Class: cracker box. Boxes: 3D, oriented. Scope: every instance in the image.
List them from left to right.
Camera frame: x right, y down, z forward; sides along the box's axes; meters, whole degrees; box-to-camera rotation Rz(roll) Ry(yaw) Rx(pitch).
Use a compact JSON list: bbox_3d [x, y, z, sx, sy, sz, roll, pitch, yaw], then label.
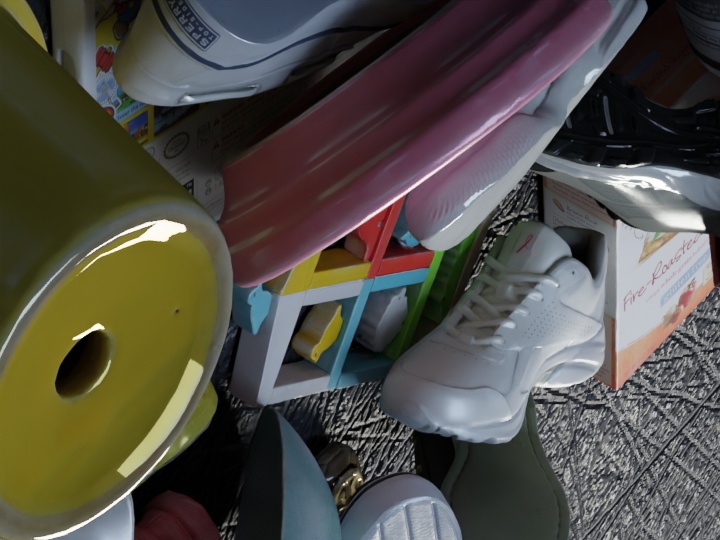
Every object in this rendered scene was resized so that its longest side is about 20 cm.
[{"bbox_3d":[0.166,-0.045,1.564,0.134,0.058,0.200,-44,148,-28],"label":"cracker box"}]

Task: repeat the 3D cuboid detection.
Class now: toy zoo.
[{"bbox_3d":[0.000,0.000,1.374,0.200,0.020,0.131,-9,125,-56],"label":"toy zoo"}]

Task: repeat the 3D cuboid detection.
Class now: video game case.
[{"bbox_3d":[-0.057,-0.103,1.183,0.200,0.023,0.182,-36,144,-36],"label":"video game case"}]

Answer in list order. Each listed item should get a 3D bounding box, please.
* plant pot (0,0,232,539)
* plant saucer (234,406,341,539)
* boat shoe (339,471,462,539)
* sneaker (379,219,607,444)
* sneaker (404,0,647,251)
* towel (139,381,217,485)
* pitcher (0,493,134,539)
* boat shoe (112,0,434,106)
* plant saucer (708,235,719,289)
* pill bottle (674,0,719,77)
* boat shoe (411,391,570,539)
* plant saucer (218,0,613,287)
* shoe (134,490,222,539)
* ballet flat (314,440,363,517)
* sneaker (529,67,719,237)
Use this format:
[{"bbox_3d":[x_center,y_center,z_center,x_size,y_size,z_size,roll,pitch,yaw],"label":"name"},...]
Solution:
[{"bbox_3d":[-0.155,-0.008,0.937,0.201,0.189,0.201,-38,145,-34],"label":"plant pot"},{"bbox_3d":[-0.037,0.168,1.324,0.201,0.039,0.201,-173,-90,-82],"label":"plant saucer"},{"bbox_3d":[0.006,0.155,1.398,0.072,0.071,0.200,-16,145,-15],"label":"boat shoe"},{"bbox_3d":[0.072,0.024,1.431,0.200,0.078,0.099,-33,138,-57],"label":"sneaker"},{"bbox_3d":[0.058,-0.090,1.309,0.200,0.088,0.075,-52,179,-41],"label":"sneaker"},{"bbox_3d":[-0.137,0.055,1.177,0.144,0.023,0.200,-39,148,-13],"label":"towel"},{"bbox_3d":[-0.178,0.119,1.088,0.200,0.121,0.172,-25,131,-41],"label":"pitcher"},{"bbox_3d":[-0.036,-0.114,1.125,0.065,0.074,0.200,-40,169,33],"label":"boat shoe"},{"bbox_3d":[0.277,-0.060,1.462,0.200,0.037,0.200,-40,-174,12],"label":"plant saucer"},{"bbox_3d":[0.216,-0.167,1.418,0.116,0.116,0.200,-47,133,-23],"label":"pill bottle"},{"bbox_3d":[0.067,0.123,1.457,0.201,0.072,0.061,-94,-161,-53],"label":"boat shoe"},{"bbox_3d":[0.014,-0.071,1.161,0.201,0.051,0.201,-36,-174,4],"label":"plant saucer"},{"bbox_3d":[-0.099,0.198,1.349,0.091,0.071,0.200,-40,143,-27],"label":"shoe"},{"bbox_3d":[-0.017,0.177,1.489,0.067,0.046,0.200,-32,142,-42],"label":"ballet flat"},{"bbox_3d":[0.133,-0.057,1.406,0.079,0.200,0.074,129,-31,-48],"label":"sneaker"}]
